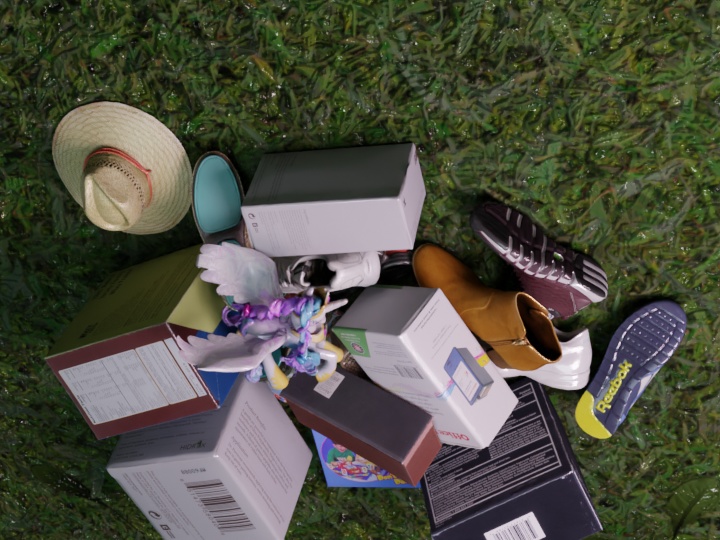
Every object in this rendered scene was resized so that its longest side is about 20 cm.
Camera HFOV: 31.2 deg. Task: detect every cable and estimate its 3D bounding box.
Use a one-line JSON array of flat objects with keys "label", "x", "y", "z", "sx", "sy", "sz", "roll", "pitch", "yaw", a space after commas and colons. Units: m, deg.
[{"label": "cable", "x": 0.000, "y": 0.000, "z": 1.641, "sx": 0.096, "sy": 0.051, "sz": 0.200, "roll": 22, "pitch": 139, "yaw": -22}]

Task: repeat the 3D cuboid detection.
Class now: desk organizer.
[{"label": "desk organizer", "x": 0.001, "y": 0.189, "z": 1.634, "sx": 0.198, "sy": 0.072, "sz": 0.077, "roll": 25, "pitch": 157, "yaw": 30}]

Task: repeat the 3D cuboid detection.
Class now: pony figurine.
[{"label": "pony figurine", "x": -0.108, "y": 0.067, "z": 1.524, "sx": 0.190, "sy": 0.169, "sz": 0.201, "roll": 4, "pitch": 152, "yaw": 3}]

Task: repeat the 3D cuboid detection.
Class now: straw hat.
[{"label": "straw hat", "x": -0.304, "y": -0.100, "z": 1.598, "sx": 0.198, "sy": 0.086, "sz": 0.203, "roll": 8, "pitch": 131, "yaw": 9}]

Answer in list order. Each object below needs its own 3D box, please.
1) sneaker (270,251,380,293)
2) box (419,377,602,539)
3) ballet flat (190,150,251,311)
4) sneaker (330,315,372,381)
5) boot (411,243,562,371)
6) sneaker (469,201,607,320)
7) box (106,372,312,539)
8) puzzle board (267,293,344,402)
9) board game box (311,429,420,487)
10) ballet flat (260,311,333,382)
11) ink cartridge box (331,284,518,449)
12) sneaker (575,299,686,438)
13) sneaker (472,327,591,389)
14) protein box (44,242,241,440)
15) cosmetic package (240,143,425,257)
[{"label": "sneaker", "x": -0.071, "y": -0.003, "z": 1.595, "sx": 0.198, "sy": 0.081, "sz": 0.076, "roll": -5, "pitch": 103, "yaw": 43}, {"label": "box", "x": 0.185, "y": 0.272, "z": 1.677, "sx": 0.198, "sy": 0.199, "sz": 0.124, "roll": -25, "pitch": 123, "yaw": 9}, {"label": "ballet flat", "x": -0.167, "y": -0.050, "z": 1.608, "sx": 0.069, "sy": 0.065, "sz": 0.203, "roll": -9, "pitch": 100, "yaw": 1}, {"label": "sneaker", "x": 0.032, "y": 0.119, "z": 1.715, "sx": 0.070, "sy": 0.076, "sz": 0.200, "roll": -37, "pitch": 137, "yaw": 13}, {"label": "boot", "x": 0.155, "y": 0.035, "z": 1.545, "sx": 0.202, "sy": 0.071, "sz": 0.144, "roll": 50, "pitch": 158, "yaw": -3}, {"label": "sneaker", "x": 0.193, "y": 0.006, "z": 1.569, "sx": 0.198, "sy": 0.076, "sz": 0.116, "roll": 31, "pitch": 133, "yaw": -13}, {"label": "box", "x": -0.207, "y": 0.266, "z": 1.812, "sx": 0.197, "sy": 0.173, "sz": 0.200, "roll": -10, "pitch": 129, "yaw": 28}, {"label": "puzzle board", "x": -0.112, "y": 0.092, "z": 1.756, "sx": 0.150, "sy": 0.018, "sz": 0.200, "roll": 34, "pitch": 129, "yaw": -14}, {"label": "board game box", "x": 0.038, "y": 0.245, "z": 1.825, "sx": 0.197, "sy": 0.045, "sz": 0.136, "roll": -1, "pitch": 129, "yaw": 15}, {"label": "ballet flat", "x": -0.084, "y": 0.096, "z": 1.691, "sx": 0.074, "sy": 0.069, "sz": 0.200, "roll": 7, "pitch": 148, "yaw": -21}, {"label": "ink cartridge box", "x": 0.080, "y": 0.118, "z": 1.592, "sx": 0.144, "sy": 0.088, "sz": 0.201, "roll": 2, "pitch": 133, "yaw": 54}, {"label": "sneaker", "x": 0.341, "y": 0.116, "z": 1.629, "sx": 0.074, "sy": 0.082, "sz": 0.201, "roll": 38, "pitch": 113, "yaw": 14}, {"label": "sneaker", "x": 0.198, "y": 0.090, "z": 1.650, "sx": 0.197, "sy": 0.075, "sz": 0.090, "roll": 7, "pitch": 111, "yaw": 13}, {"label": "protein box", "x": -0.256, "y": 0.086, "z": 1.655, "sx": 0.198, "sy": 0.199, "sz": 0.136, "roll": -16, "pitch": 116, "yaw": 27}, {"label": "cosmetic package", "x": -0.029, "y": -0.083, "z": 1.526, "sx": 0.197, "sy": 0.114, "sz": 0.082, "roll": 0, "pitch": 130, "yaw": 17}]
